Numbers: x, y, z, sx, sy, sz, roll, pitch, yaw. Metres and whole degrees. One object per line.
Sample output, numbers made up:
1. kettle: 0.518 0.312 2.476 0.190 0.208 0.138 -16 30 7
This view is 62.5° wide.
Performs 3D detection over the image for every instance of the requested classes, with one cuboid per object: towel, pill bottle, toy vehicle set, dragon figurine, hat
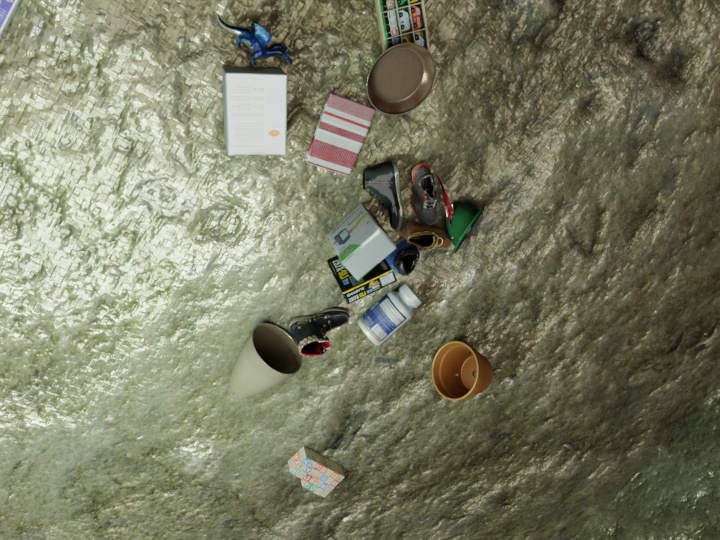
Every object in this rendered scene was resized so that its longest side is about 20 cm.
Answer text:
1. towel: -0.056 -0.372 1.633 0.143 0.023 0.202 13 114 -26
2. pill bottle: 0.097 0.136 1.899 0.200 0.111 0.111 -42 122 6
3. toy vehicle set: 0.108 -0.647 1.536 0.123 0.027 0.202 -18 121 -8
4. dragon figurine: -0.254 -0.566 1.441 0.099 0.059 0.200 -42 122 6
5. hat: 0.270 -0.181 1.830 0.175 0.166 0.201 35 118 9

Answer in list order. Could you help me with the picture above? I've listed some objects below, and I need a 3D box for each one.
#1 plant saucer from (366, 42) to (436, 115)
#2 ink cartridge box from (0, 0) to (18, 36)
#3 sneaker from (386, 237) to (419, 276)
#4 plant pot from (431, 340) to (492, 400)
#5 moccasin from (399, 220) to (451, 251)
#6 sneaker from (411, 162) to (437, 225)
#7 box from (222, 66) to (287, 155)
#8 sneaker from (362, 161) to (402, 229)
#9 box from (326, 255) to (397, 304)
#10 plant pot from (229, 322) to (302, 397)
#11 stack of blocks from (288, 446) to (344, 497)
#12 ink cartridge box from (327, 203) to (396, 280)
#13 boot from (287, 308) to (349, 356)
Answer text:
1. plant saucer: 0.105 -0.513 1.580 0.198 0.037 0.202 -13 137 -13
2. ink cartridge box: -0.799 -0.573 1.271 0.099 0.039 0.201 31 103 -29
3. sneaker: 0.095 -0.011 1.820 0.199 0.111 0.077 -38 122 4
4. plant pot: 0.367 0.354 2.068 0.139 0.200 0.201 15 113 -42
5. moccasin: 0.207 -0.097 1.812 0.200 0.078 0.074 17 129 -45
6. sneaker: 0.195 -0.213 1.761 0.076 0.082 0.202 -21 124 -7
7. box: -0.267 -0.402 1.496 0.150 0.107 0.202 -3 118 -17
8. sneaker: 0.062 -0.212 1.733 0.105 0.075 0.202 -10 111 -7
9. box: 0.000 0.000 1.743 0.158 0.200 0.050 -26 124 -2
10. plant pot: -0.313 0.297 1.826 0.186 0.188 0.200 31 118 -29
11. stack of blocks: -0.169 0.733 2.159 0.115 0.059 0.200 -46 121 9
12. ink cartridge box: -0.001 -0.086 1.698 0.145 0.200 0.088 -41 118 7
13. boot: -0.117 0.191 1.834 0.197 0.151 0.074 -8 119 -14
